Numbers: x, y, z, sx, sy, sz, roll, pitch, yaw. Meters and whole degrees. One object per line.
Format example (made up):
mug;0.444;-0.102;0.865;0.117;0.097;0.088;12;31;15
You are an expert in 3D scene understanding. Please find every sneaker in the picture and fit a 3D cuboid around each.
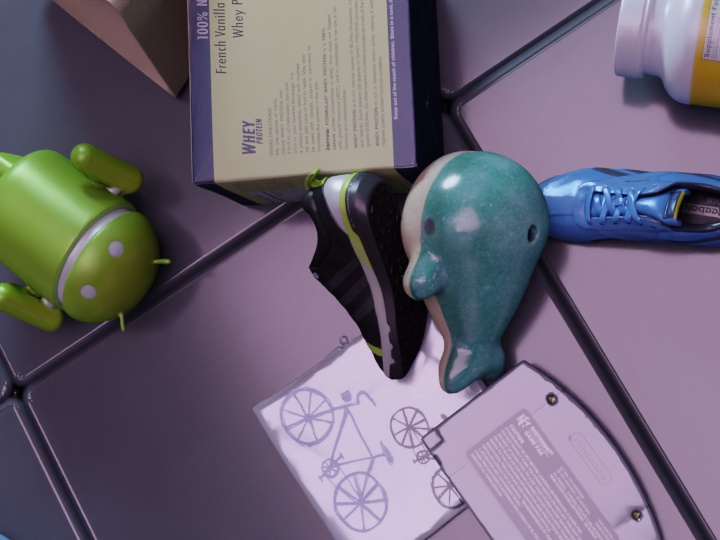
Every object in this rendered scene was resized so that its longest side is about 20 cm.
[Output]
sneaker;0.000;0.000;1.144;0.082;0.072;0.202;2;122;28
sneaker;0.233;-0.057;1.134;0.197;0.078;0.067;3;87;17

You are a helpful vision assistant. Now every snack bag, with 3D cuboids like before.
snack bag;0.028;0.143;1.196;0.199;0.021;0.189;-37;77;6

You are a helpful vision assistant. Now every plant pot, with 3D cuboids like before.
plant pot;-0.207;-0.316;1.226;0.199;0.200;0.178;38;83;15

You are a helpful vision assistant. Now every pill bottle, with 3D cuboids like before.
pill bottle;0.314;-0.188;1.107;0.197;0.112;0.114;10;87;16

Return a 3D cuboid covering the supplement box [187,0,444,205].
supplement box;-0.037;-0.170;1.186;0.197;0.134;0.203;-4;83;14

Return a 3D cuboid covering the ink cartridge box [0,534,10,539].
ink cartridge box;-0.354;0.324;1.185;0.124;0.200;0.130;30;92;16

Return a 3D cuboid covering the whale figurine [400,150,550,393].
whale figurine;0.105;0.002;1.122;0.103;0.158;0.203;6;101;43

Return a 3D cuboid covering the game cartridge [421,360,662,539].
game cartridge;0.161;0.185;1.138;0.133;0.042;0.201;-36;82;1

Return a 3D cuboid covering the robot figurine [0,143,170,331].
robot figurine;-0.270;-0.032;1.244;0.199;0.116;0.177;35;96;15
